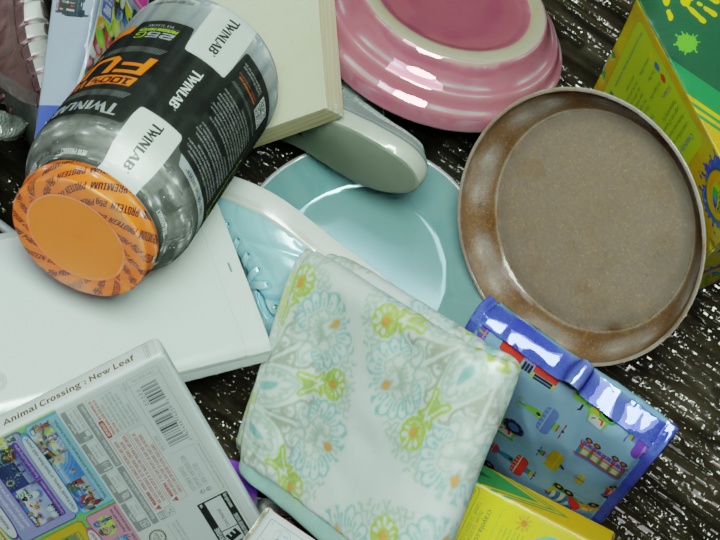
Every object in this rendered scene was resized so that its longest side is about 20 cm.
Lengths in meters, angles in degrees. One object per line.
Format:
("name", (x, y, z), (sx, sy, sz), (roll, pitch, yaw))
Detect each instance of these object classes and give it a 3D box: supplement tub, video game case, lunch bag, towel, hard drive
("supplement tub", (-0.143, -0.084, 1.119), (0.122, 0.123, 0.201), (23, 46, 6))
("video game case", (-0.177, 0.156, 1.124), (0.181, 0.201, 0.022), (-27, 41, -3))
("lunch bag", (0.130, 0.095, 1.146), (0.150, 0.200, 0.094), (37, 76, 9))
("towel", (0.003, 0.098, 1.116), (0.199, 0.048, 0.172), (31, 108, 40))
("hard drive", (-0.175, 0.024, 1.134), (0.198, 0.026, 0.133), (-13, 64, -22))

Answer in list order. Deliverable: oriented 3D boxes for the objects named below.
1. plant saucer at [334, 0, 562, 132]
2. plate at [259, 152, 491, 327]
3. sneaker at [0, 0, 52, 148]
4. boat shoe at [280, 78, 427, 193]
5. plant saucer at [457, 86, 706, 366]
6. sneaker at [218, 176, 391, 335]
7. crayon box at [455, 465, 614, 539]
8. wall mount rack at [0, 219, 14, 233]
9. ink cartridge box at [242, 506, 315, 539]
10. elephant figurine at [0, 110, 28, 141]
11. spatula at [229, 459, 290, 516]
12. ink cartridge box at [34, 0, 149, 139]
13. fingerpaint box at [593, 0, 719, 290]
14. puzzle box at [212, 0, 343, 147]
("plant saucer", (0.063, -0.190, 1.268), (0.199, 0.051, 0.202), (10, 47, -11))
("plate", (0.000, 0.000, 1.265), (0.198, 0.026, 0.202), (0, 72, -1))
("sneaker", (-0.282, -0.145, 1.288), (0.115, 0.076, 0.201), (-16, 66, 3))
("boat shoe", (-0.021, -0.126, 1.259), (0.200, 0.070, 0.072), (28, 66, 30))
("plant saucer", (0.161, -0.032, 1.196), (0.034, 0.200, 0.201), (-19, 68, -52))
("sneaker", (-0.061, 0.003, 1.212), (0.199, 0.074, 0.082), (33, 72, 10))
("crayon box", (0.088, 0.211, 1.161), (0.199, 0.051, 0.128), (27, 102, 7))
("wall mount rack", (-0.255, 0.020, 1.216), (0.173, 0.075, 0.200), (8, 46, 40))
("ink cartridge box", (-0.009, 0.268, 1.110), (0.199, 0.176, 0.084), (33, 64, 8))
("elephant figurine", (-0.305, -0.092, 1.187), (0.199, 0.141, 0.156), (-25, 76, 29))
("spatula", (-0.038, 0.174, 1.209), (0.198, 0.021, 0.057), (10, 93, -2))
("ink cartridge box", (-0.195, -0.143, 1.225), (0.042, 0.119, 0.202), (5, 79, 11))
("fingerpaint box", (0.243, -0.093, 1.207), (0.073, 0.200, 0.168), (-21, 73, -11))
("puzzle box", (-0.104, -0.151, 1.254), (0.199, 0.025, 0.134), (-15, 70, 31))
